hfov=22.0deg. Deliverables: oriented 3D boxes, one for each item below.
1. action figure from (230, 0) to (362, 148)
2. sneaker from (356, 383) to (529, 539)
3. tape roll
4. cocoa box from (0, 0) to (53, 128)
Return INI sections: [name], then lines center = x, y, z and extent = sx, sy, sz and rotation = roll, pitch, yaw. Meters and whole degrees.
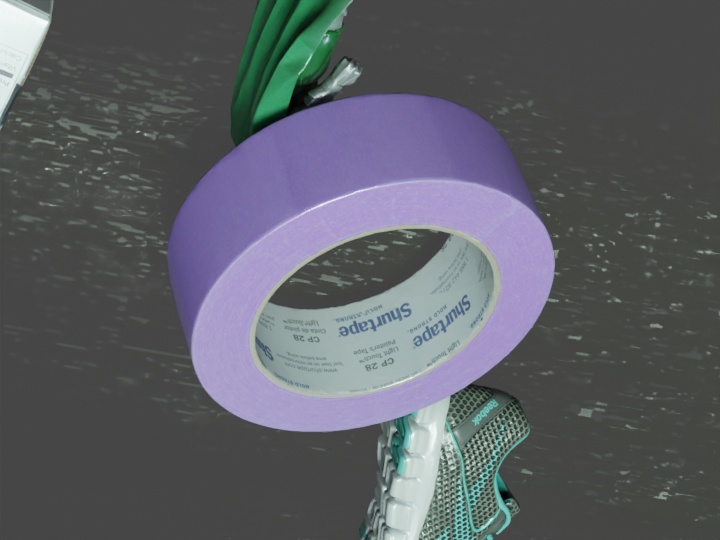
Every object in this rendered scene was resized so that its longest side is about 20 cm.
[action figure]
center = -0.031, -0.119, 0.951
extent = 0.054, 0.118, 0.201
rotation = 5, 126, -23
[sneaker]
center = 0.051, 0.153, 1.112
extent = 0.091, 0.078, 0.201
rotation = 5, 119, -14
[tape roll]
center = 0.000, 0.000, 0.986
extent = 0.199, 0.066, 0.201
rotation = -13, 142, -10
[cocoa box]
center = -0.224, -0.123, 0.857
extent = 0.133, 0.200, 0.132
rotation = 23, 114, -19
